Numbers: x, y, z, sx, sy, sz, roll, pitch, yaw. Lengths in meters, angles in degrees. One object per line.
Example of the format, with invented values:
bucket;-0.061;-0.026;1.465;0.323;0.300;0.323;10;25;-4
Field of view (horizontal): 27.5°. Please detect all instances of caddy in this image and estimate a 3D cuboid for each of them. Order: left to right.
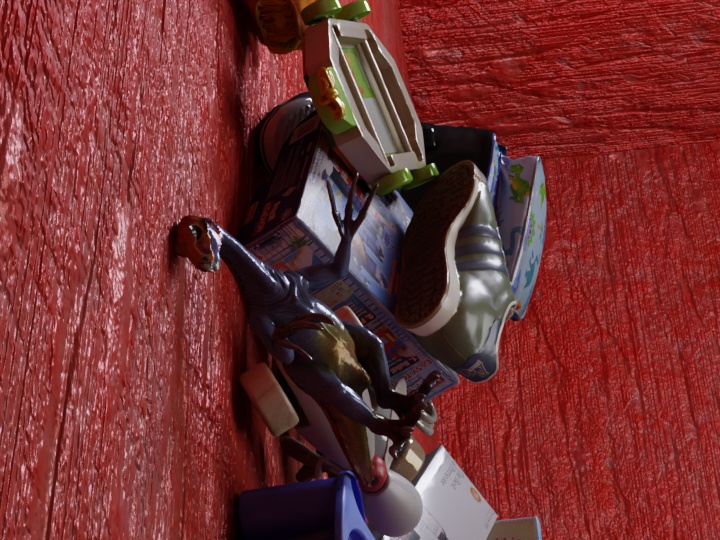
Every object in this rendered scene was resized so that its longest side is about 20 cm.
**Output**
caddy;-0.019;0.227;0.959;0.142;0.104;0.201;-88;171;-59

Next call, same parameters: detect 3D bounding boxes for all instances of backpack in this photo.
backpack;0.096;-0.028;1.362;0.200;0.146;0.185;56;45;-79

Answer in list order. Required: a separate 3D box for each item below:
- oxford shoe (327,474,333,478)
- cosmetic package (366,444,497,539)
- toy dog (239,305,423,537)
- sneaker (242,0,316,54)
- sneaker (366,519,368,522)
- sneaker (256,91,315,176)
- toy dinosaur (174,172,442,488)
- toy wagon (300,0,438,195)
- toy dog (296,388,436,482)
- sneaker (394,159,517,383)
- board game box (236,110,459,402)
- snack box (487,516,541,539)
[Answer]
oxford shoe;-0.006;0.132;1.412;0.072;0.071;0.201;83;3;-54
cosmetic package;0.049;0.219;1.174;0.083;0.051;0.200;53;24;-3
toy dog;-0.022;0.103;1.055;0.096;0.131;0.201;-123;-156;-53
sneaker;-0.060;-0.214;1.154;0.200;0.072;0.078;25;58;-83
sneaker;0.019;0.263;1.458;0.070;0.081;0.202;-58;142;-82
sneaker;-0.044;-0.111;1.255;0.200;0.079;0.079;-27;107;-58
toy dinosaur;-0.043;0.044;0.882;0.201;0.181;0.105;-60;178;36
toy wagon;-0.002;-0.134;1.138;0.156;0.039;0.200;67;21;1
toy dog;-0.012;0.116;1.221;0.132;0.096;0.200;59;11;-4
sneaker;0.081;0.006;1.125;0.090;0.067;0.201;47;32;-23
board game box;0.000;0.000;1.127;0.200;0.061;0.200;53;23;-20
snack box;0.062;0.282;1.274;0.037;0.198;0.117;71;14;-59
